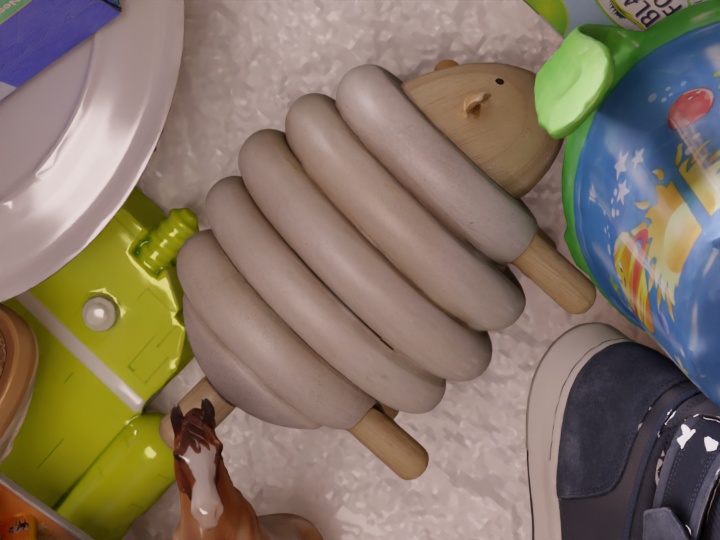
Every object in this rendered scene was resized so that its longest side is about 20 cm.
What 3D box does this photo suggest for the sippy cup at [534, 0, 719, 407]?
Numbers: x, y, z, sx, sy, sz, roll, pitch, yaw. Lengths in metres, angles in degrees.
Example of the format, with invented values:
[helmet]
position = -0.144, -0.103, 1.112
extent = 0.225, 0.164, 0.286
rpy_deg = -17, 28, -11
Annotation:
[sippy cup]
position = 0.144, -0.012, 0.831
extent = 0.177, 0.130, 0.140
rpy_deg = 0, 113, -5

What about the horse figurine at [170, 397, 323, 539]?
[horse figurine]
position = -0.036, 0.135, 0.933
extent = 0.050, 0.200, 0.133
rpy_deg = -15, 71, 15

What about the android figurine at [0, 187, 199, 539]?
[android figurine]
position = -0.147, 0.031, 1.001
extent = 0.182, 0.041, 0.200
rpy_deg = 45, 109, 1

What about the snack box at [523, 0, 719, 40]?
[snack box]
position = 0.145, -0.154, 0.857
extent = 0.200, 0.053, 0.142
rpy_deg = -40, 121, 17

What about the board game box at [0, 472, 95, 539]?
[board game box]
position = -0.148, 0.199, 0.995
extent = 0.200, 0.026, 0.200
rpy_deg = -42, 117, 17

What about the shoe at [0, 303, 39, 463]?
[shoe]
position = -0.194, 0.087, 0.985
extent = 0.200, 0.053, 0.070
rpy_deg = -46, 69, 18

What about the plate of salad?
[plate of salad]
position = -0.149, -0.079, 0.952
extent = 0.199, 0.048, 0.201
rpy_deg = -7, 74, 27

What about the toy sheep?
[toy sheep]
position = 0.000, 0.000, 0.915
extent = 0.138, 0.138, 0.200
rpy_deg = 43, 94, 2

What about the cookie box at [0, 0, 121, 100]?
[cookie box]
position = -0.205, -0.142, 0.923
extent = 0.171, 0.075, 0.201
rpy_deg = -33, 68, 17

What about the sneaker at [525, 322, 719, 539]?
[sneaker]
position = 0.130, 0.133, 0.892
extent = 0.146, 0.077, 0.203
rpy_deg = 23, 129, 48
